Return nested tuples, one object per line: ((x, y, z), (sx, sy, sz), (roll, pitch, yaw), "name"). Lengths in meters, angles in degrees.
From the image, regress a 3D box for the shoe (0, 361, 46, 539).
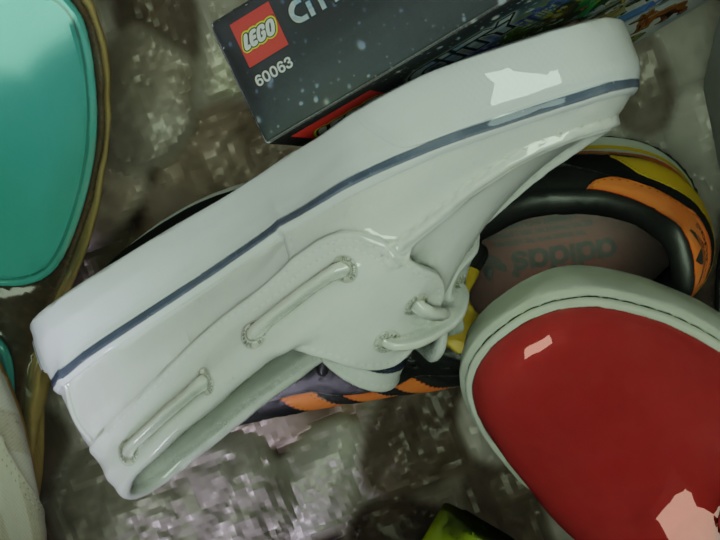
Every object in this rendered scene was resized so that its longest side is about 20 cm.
((-0.115, 0.100, 0.804), (0.070, 0.053, 0.201), (-9, 96, -21), "shoe")

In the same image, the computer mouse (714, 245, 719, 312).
((0.188, 0.065, 0.872), (0.199, 0.046, 0.141), (22, 97, -3), "computer mouse")

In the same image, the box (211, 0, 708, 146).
((0.074, -0.095, 0.778), (0.199, 0.136, 0.038), (-30, 81, 21), "box")

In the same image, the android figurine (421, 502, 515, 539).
((0.013, 0.176, 0.854), (0.181, 0.041, 0.201), (29, 97, -4), "android figurine")

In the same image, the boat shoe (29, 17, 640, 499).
((0.000, 0.000, 0.780), (0.200, 0.073, 0.066), (-31, 80, 31), "boat shoe")

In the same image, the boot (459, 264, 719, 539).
((0.108, 0.095, 0.773), (0.072, 0.145, 0.200), (-38, 120, 19), "boot")

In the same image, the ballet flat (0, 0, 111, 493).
((-0.117, 0.003, 0.853), (0.068, 0.063, 0.201), (11, 103, -8), "ballet flat")

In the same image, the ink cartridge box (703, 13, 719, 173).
((0.200, -0.056, 0.793), (0.199, 0.145, 0.084), (-11, 74, -1), "ink cartridge box")

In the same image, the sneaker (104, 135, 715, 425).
((0.006, 0.005, 0.842), (0.199, 0.090, 0.070), (-13, 98, 2), "sneaker")
